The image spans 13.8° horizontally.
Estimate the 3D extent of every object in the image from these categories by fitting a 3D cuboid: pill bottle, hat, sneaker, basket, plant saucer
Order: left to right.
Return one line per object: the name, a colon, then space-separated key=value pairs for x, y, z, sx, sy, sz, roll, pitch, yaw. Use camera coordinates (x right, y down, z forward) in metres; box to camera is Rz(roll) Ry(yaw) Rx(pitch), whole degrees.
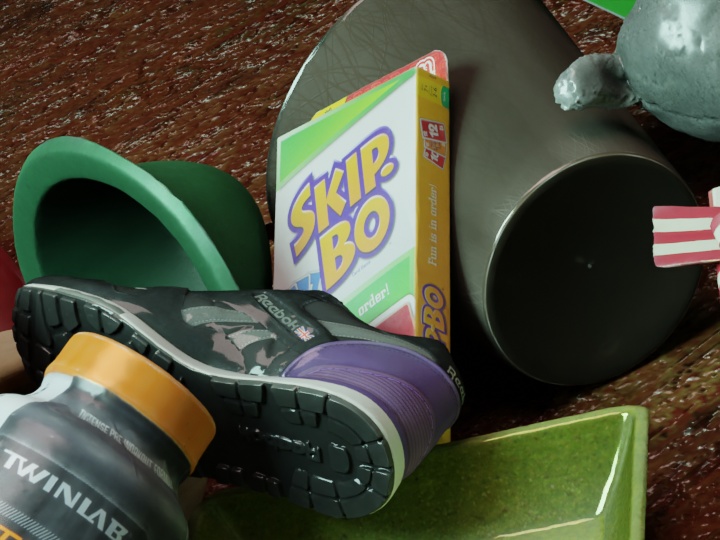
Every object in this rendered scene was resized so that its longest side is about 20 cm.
pill bottle: x=-0.138 y=0.122 z=1.165 sx=0.106 sy=0.106 sz=0.200 roll=11 pitch=61 yaw=48
sneaker: x=-0.051 y=0.041 z=1.253 sx=0.200 sy=0.076 sz=0.088 roll=19 pitch=37 yaw=26
hat: x=-0.053 y=-0.024 z=1.415 sx=0.176 sy=0.166 sz=0.200 roll=-32 pitch=33 yaw=-33
plant saucer: x=0.020 y=0.140 z=1.158 sx=0.199 sy=0.048 sz=0.200 roll=-13 pitch=26 yaw=13
basket: x=0.065 y=-0.039 z=1.389 sx=0.180 sy=0.136 sz=0.200 roll=-54 pitch=34 yaw=4

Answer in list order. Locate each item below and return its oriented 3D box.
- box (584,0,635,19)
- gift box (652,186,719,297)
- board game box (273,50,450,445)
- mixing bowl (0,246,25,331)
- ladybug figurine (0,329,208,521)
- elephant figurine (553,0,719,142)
box: x=0.161 y=-0.164 z=1.500 sx=0.097 sy=0.200 sz=0.176 roll=-64 pitch=26 yaw=9
gift box: x=0.213 y=0.039 z=1.062 sx=0.184 sy=0.187 sz=0.200 roll=-16 pitch=26 yaw=6
board game box: x=0.000 y=0.000 z=1.323 sx=0.095 sy=0.030 sz=0.200 roll=-25 pitch=52 yaw=41
mixing bowl: x=-0.281 y=0.007 z=1.577 sx=0.200 sy=0.109 sz=0.200 roll=-17 pitch=24 yaw=8
ladybug figurine: x=-0.160 y=0.103 z=1.292 sx=0.200 sy=0.136 sz=0.072 roll=-24 pitch=-12 yaw=-26
elephant figurine: x=0.222 y=-0.084 z=1.282 sx=0.200 sy=0.155 sz=0.141 roll=39 pitch=20 yaw=29
